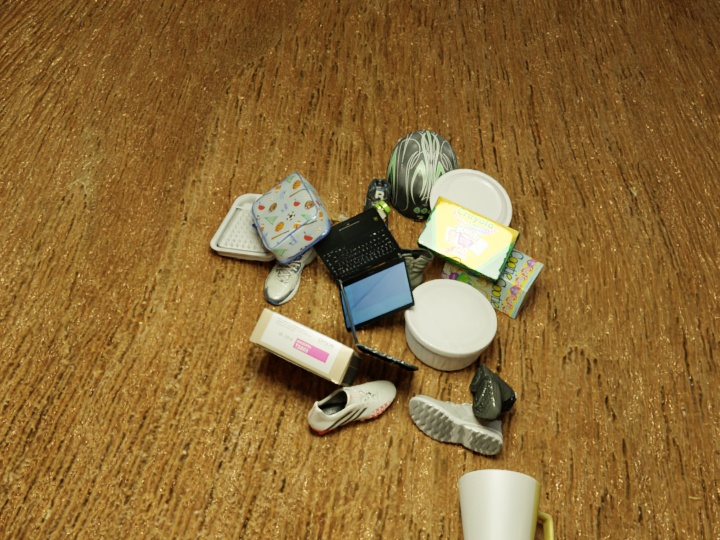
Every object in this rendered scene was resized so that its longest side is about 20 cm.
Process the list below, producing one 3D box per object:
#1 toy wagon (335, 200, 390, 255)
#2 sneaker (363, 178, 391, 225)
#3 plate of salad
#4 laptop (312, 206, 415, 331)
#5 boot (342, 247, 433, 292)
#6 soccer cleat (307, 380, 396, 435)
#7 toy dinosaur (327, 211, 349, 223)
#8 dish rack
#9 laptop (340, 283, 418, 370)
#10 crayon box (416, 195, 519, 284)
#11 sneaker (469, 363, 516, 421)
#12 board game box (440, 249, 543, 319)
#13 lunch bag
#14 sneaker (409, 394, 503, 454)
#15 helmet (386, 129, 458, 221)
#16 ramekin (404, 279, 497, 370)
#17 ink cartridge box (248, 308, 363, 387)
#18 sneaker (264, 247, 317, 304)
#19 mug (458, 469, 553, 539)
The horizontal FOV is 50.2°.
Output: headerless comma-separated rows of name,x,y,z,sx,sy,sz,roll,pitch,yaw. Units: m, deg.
toy wagon,-0.002,-0.091,1.765,0.155,0.200,0.040,-43,95,-4
sneaker,0.036,-0.143,1.854,0.072,0.113,0.202,5,48,-6
plate of salad,0.257,-0.150,1.806,0.197,0.048,0.202,4,62,-7
laptop,0.000,0.000,1.637,0.176,0.201,0.104,-23,26,23
boot,0.057,-0.004,1.721,0.197,0.131,0.068,-3,49,-14
soccer cleat,-0.012,0.257,1.507,0.198,0.086,0.069,-17,54,-24
toy dinosaur,-0.103,-0.131,1.825,0.199,0.060,0.108,24,50,-49
dish rack,-0.238,-0.095,1.782,0.169,0.044,0.201,8,46,16
laptop,0.037,0.120,1.549,0.198,0.177,0.104,21,84,4
crayon box,0.239,-0.067,1.710,0.198,0.058,0.120,26,83,14
sneaker,0.273,0.250,1.537,0.090,0.077,0.200,29,16,-1
board game box,0.303,0.002,1.785,0.199,0.106,0.103,30,50,16
lunch bag,-0.158,-0.115,1.683,0.160,0.076,0.201,-37,41,7
sneaker,0.190,0.298,1.536,0.198,0.075,0.082,25,32,4
helmet,0.155,-0.243,1.912,0.197,0.192,0.202,6,48,-7
ramekin,0.186,0.124,1.661,0.199,0.095,0.204,6,48,-7
ink cartridge box,-0.102,0.155,1.522,0.198,0.165,0.076,25,83,10
sneaker,-0.157,-0.019,1.708,0.076,0.085,0.201,22,63,9
mug,0.262,0.454,1.356,0.184,0.150,0.155,6,55,3
